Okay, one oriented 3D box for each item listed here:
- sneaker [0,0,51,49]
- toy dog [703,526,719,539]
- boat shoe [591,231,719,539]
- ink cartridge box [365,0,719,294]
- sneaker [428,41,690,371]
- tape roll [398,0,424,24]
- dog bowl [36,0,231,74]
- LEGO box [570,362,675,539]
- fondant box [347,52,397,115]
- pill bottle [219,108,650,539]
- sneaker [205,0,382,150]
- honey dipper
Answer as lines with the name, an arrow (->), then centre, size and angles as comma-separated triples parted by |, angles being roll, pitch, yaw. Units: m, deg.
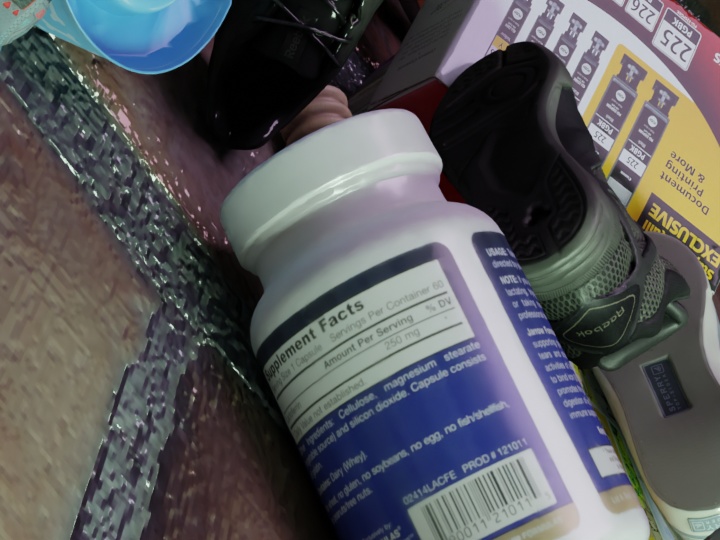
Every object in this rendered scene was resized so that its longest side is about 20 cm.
sneaker -> -0.135, -0.159, 0.702 | 0.079, 0.095, 0.201 | 37, 28, -52
toy dog -> 0.139, 0.166, 0.790 | 0.096, 0.200, 0.133 | 9, 70, -28
boat shoe -> 0.151, 0.065, 0.942 | 0.202, 0.069, 0.072 | -99, 170, -50
ink cartridge box -> 0.113, -0.070, 1.047 | 0.199, 0.084, 0.176 | 35, 67, -18
sneaker -> 0.093, -0.025, 0.911 | 0.114, 0.076, 0.200 | 54, 10, -34
tape roll -> 0.090, -0.154, 1.252 | 0.201, 0.066, 0.200 | 55, -4, 6
dog bowl -> -0.081, -0.176, 0.787 | 0.112, 0.049, 0.201 | 49, 60, -48
LEGO box -> 0.095, 0.098, 0.951 | 0.149, 0.077, 0.201 | 40, 26, -47
fondant box -> 0.073, -0.039, 1.146 | 0.201, 0.058, 0.144 | 58, 18, -8
pill bottle -> 0.024, 0.044, 0.782 | 0.201, 0.115, 0.116 | 65, 18, 15
sneaker -> -0.012, -0.132, 0.860 | 0.075, 0.201, 0.091 | 25, 35, -6
honey dipper -> 0.000, 0.000, 0.922 | 0.038, 0.038, 0.201 | 35, 33, -53
